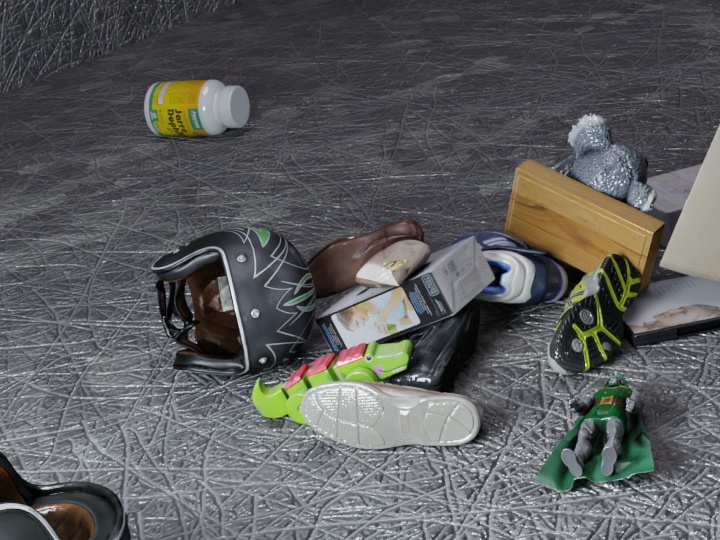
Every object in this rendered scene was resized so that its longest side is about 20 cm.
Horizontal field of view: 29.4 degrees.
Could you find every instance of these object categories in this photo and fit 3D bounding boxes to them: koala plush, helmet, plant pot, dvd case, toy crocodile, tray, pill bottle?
[{"bbox_3d":[0.310,-0.101,1.791,0.183,0.178,0.200,-24,-11,-20],"label":"koala plush"},{"bbox_3d":[-0.298,0.258,1.172,0.199,0.190,0.201,-30,39,28],"label":"helmet"},{"bbox_3d":[0.504,-0.079,1.689,0.176,0.201,0.200,26,23,15],"label":"plant pot"},{"bbox_3d":[0.407,0.041,1.687,0.198,0.018,0.143,-11,21,-5],"label":"dvd case"},{"bbox_3d":[-0.031,0.121,1.566,0.199,0.062,0.068,-22,16,22],"label":"toy crocodile"},{"bbox_3d":[0.279,-0.054,1.732,0.199,0.099,0.037,29,41,28],"label":"tray"},{"bbox_3d":[-0.331,-0.331,2.796,0.198,0.114,0.113,2,24,25],"label":"pill bottle"},{"bbox_3d":[-0.146,0.037,1.693,0.189,0.202,0.200,-8,20,22],"label":"helmet"}]

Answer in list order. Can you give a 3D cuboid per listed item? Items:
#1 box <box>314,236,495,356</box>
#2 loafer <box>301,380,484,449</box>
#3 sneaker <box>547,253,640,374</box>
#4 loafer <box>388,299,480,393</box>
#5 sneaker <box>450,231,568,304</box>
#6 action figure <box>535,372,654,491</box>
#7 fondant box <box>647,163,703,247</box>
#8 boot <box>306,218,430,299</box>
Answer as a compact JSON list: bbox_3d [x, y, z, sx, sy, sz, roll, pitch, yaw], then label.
[{"bbox_3d":[0.054,0.035,1.689,0.199,0.060,0.117,-23,9,39],"label":"box"},{"bbox_3d":[0.037,0.156,1.498,0.198,0.073,0.063,4,7,15],"label":"loafer"},{"bbox_3d":[0.271,0.064,1.637,0.076,0.075,0.200,-44,2,46],"label":"sneaker"},{"bbox_3d":[0.092,0.088,1.626,0.070,0.069,0.201,9,30,20],"label":"loafer"},{"bbox_3d":[0.156,-0.008,1.771,0.199,0.081,0.146,20,10,42],"label":"sneaker"},{"bbox_3d":[0.253,0.156,1.418,0.117,0.055,0.200,-4,18,19],"label":"action figure"},{"bbox_3d":[0.485,-0.099,1.956,0.198,0.059,0.144,-16,22,-14],"label":"fondant box"},{"bbox_3d":[0.000,0.000,1.684,0.185,0.065,0.200,-30,11,7],"label":"boot"}]
